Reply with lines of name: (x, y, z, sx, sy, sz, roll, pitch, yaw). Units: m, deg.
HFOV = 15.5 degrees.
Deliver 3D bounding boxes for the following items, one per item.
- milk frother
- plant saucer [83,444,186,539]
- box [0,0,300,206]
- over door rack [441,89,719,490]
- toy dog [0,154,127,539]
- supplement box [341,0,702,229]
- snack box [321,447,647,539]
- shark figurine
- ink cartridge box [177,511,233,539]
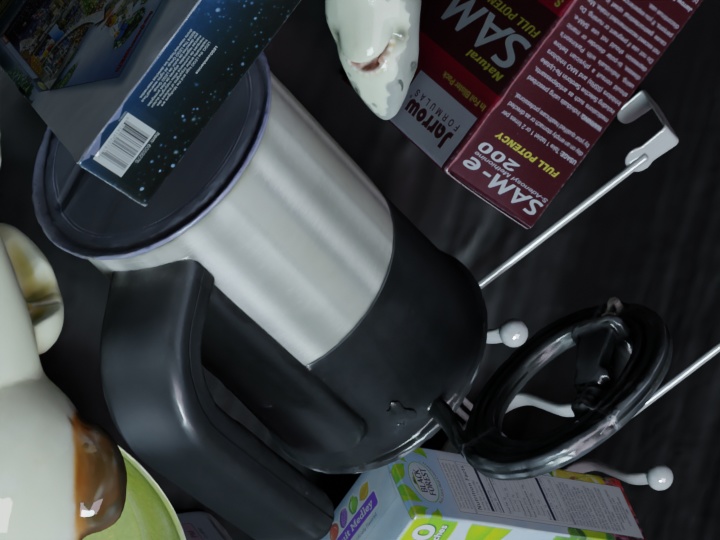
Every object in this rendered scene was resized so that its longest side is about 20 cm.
milk frother: (0.000, 0.000, 1.092, 0.200, 0.181, 0.188, -25, 138, 19)
plant saucer: (-0.174, 0.138, 1.169, 0.199, 0.031, 0.201, -4, 117, -8)
box: (-0.061, -0.139, 1.038, 0.038, 0.137, 0.200, 33, 99, -35)
over door rack: (0.117, 0.034, 1.277, 0.200, 0.067, 0.148, -45, 129, 1)
toy dog: (-0.165, 0.028, 1.031, 0.139, 0.194, 0.201, -27, 107, -23)
supplement box: (0.090, -0.130, 1.143, 0.061, 0.109, 0.200, 31, 99, -37)
snack box: (0.027, 0.174, 1.283, 0.142, 0.053, 0.200, 12, 128, -31)
shark figurine: (0.047, -0.180, 1.105, 0.214, 0.128, 0.089, -42, 175, 29)
ink cartridge box: (-0.161, 0.201, 1.234, 0.199, 0.057, 0.163, -6, 119, -30)
